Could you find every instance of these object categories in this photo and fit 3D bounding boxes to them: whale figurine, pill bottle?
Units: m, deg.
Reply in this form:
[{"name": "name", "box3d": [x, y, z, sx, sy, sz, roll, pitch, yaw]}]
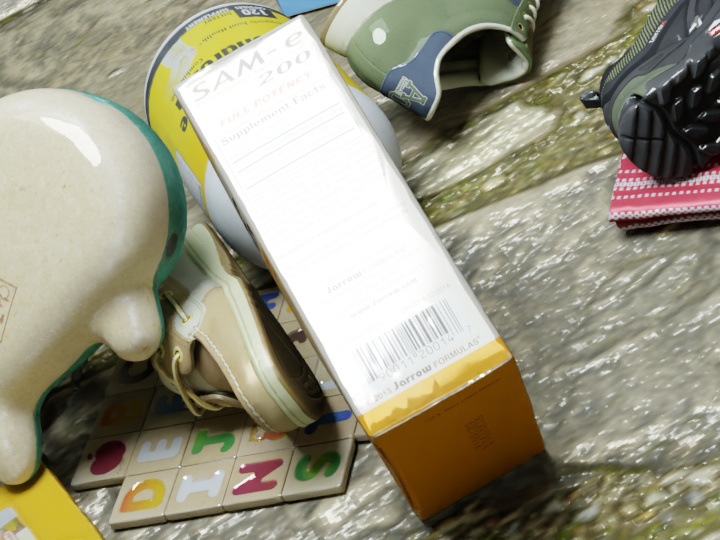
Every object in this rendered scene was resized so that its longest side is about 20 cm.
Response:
[{"name": "whale figurine", "box3d": [-0.160, 0.006, 1.058, 0.159, 0.201, 0.104, 23, 11, 21]}, {"name": "pill bottle", "box3d": [-0.044, -0.067, 1.143, 0.112, 0.112, 0.200, -32, 34, -5]}]

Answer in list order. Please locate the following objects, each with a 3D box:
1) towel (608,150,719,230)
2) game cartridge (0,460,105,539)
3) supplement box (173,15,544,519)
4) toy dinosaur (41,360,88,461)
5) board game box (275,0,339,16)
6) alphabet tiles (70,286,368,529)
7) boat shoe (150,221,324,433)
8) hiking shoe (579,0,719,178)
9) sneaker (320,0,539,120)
[{"name": "towel", "box3d": [0.215, -0.097, 1.080, 0.144, 0.023, 0.200, -6, 42, 27]}, {"name": "game cartridge", "box3d": [-0.201, 0.194, 0.987, 0.200, 0.033, 0.176, -36, 35, -13]}, {"name": "supplement box", "box3d": [0.000, 0.000, 0.942, 0.073, 0.126, 0.200, -30, 64, -1]}, {"name": "toy dinosaur", "box3d": [-0.201, 0.065, 1.142, 0.200, 0.047, 0.088, -19, 40, 34]}, {"name": "board game box", "box3d": [0.042, -0.273, 1.400, 0.199, 0.056, 0.196, -13, 37, 22]}, {"name": "alphabet tiles", "box3d": [-0.054, 0.063, 1.075, 0.199, 0.006, 0.167, -12, 38, 23]}, {"name": "boat shoe", "box3d": [-0.073, 0.041, 1.056, 0.066, 0.074, 0.200, -36, 23, -1]}, {"name": "hiking shoe", "box3d": [0.198, -0.139, 1.048, 0.200, 0.076, 0.101, -37, 33, 3]}, {"name": "sneaker", "box3d": [0.074, -0.148, 1.216, 0.200, 0.067, 0.090, -30, 67, -35]}]
